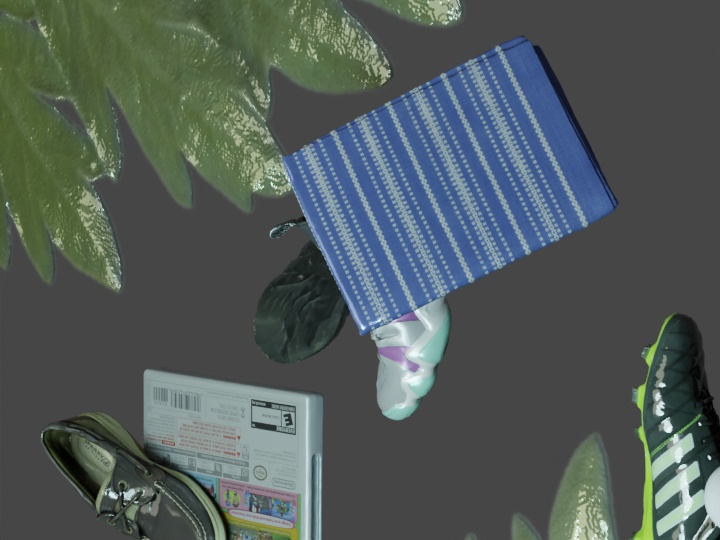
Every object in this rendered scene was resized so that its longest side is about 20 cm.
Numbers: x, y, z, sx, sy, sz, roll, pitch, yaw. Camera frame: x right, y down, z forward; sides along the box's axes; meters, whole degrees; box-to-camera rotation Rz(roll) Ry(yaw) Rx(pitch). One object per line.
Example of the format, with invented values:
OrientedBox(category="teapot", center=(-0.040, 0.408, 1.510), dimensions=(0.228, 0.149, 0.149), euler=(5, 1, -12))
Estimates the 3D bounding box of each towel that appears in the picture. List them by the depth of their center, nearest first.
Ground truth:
OrientedBox(category="towel", center=(0.061, -0.060, 1.590), dimensions=(0.199, 0.024, 0.145), euler=(-26, 73, 1))

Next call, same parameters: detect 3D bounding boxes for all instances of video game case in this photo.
OrientedBox(category="video game case", center=(-0.104, 0.178, 1.857), dimensions=(0.199, 0.022, 0.183), euler=(6, 97, 44))

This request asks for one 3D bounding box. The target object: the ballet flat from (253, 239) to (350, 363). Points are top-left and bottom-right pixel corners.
OrientedBox(category="ballet flat", center=(-0.022, 0.003, 1.752), dimensions=(0.066, 0.057, 0.200), euler=(40, 130, 3))

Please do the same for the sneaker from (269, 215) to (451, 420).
OrientedBox(category="sneaker", center=(0.000, 0.000, 1.651), dimensions=(0.078, 0.139, 0.201), euler=(-120, 43, -79))

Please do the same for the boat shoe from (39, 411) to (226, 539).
OrientedBox(category="boat shoe", center=(-0.189, 0.184, 1.880), dimensions=(0.200, 0.065, 0.074), euler=(33, 114, 37))

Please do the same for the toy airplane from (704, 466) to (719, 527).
OrientedBox(category="toy airplane", center=(0.262, 0.122, 1.357), dimensions=(0.141, 0.200, 0.200), euler=(-10, 85, 33))

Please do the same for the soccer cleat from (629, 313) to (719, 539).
OrientedBox(category="soccer cleat", center=(0.220, 0.128, 1.506), dimensions=(0.081, 0.067, 0.201), euler=(5, 98, 27))
